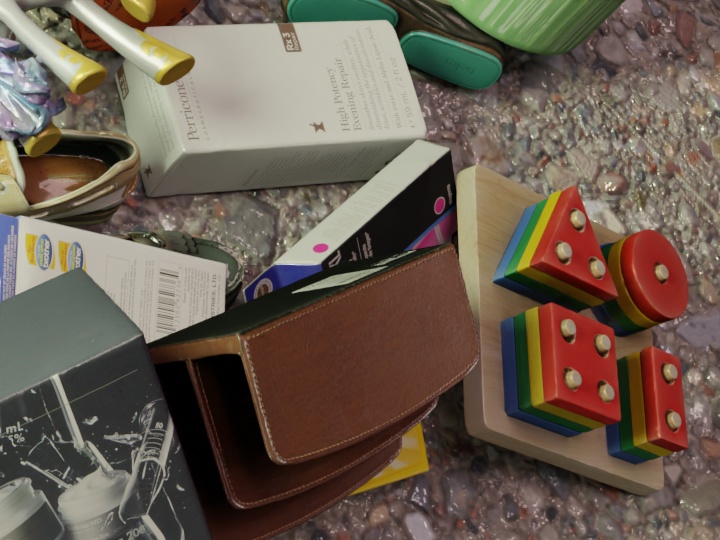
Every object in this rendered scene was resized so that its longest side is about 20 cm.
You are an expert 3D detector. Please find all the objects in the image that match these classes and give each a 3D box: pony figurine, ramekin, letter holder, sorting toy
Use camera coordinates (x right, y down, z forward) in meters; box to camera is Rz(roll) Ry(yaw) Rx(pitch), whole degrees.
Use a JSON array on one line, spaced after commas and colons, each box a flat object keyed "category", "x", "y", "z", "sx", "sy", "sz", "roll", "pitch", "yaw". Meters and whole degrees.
[{"category": "pony figurine", "x": -0.228, "y": -0.174, "z": 1.152, "sx": 0.193, "sy": 0.167, "sz": 0.200, "roll": -32, "pitch": 72, "yaw": -20}, {"category": "ramekin", "x": 0.128, "y": -0.263, "z": 1.433, "sx": 0.199, "sy": 0.098, "sz": 0.201, "roll": 26, "pitch": 38, "yaw": -22}, {"category": "letter holder", "x": -0.020, "y": 0.082, "z": 1.121, "sx": 0.200, "sy": 0.100, "sz": 0.143, "roll": -23, "pitch": 99, "yaw": -46}, {"category": "sorting toy", "x": 0.162, "y": 0.037, "z": 1.309, "sx": 0.199, "sy": 0.069, "sz": 0.200, "roll": 22, "pitch": 57, "yaw": -40}]

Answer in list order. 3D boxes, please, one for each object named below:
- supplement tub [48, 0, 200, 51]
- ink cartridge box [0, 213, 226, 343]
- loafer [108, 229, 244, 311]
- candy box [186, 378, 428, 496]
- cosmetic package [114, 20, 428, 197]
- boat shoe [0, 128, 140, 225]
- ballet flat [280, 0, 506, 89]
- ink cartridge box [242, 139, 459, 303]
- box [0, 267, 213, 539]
[{"category": "supplement tub", "x": -0.191, "y": -0.262, "z": 1.272, "sx": 0.122, "sy": 0.123, "sz": 0.201, "roll": -19, "pitch": 75, "yaw": -34}, {"category": "ink cartridge box", "x": -0.165, "y": 0.039, "z": 1.113, "sx": 0.199, "sy": 0.042, "sz": 0.120, "roll": 15, "pitch": 71, "yaw": -47}, {"category": "loafer", "x": -0.158, "y": 0.009, "z": 1.191, "sx": 0.199, "sy": 0.063, "sz": 0.072, "roll": -7, "pitch": 70, "yaw": -31}, {"category": "candy box", "x": -0.036, "y": 0.102, "z": 1.192, "sx": 0.199, "sy": 0.026, "sz": 0.103, "roll": -12, "pitch": 94, "yaw": -46}, {"category": "cosmetic package", "x": -0.062, "y": -0.117, "z": 1.302, "sx": 0.199, "sy": 0.074, "sz": 0.102, "roll": -7, "pitch": 69, "yaw": -32}, {"category": "boat shoe", "x": -0.237, "y": -0.061, "z": 1.180, "sx": 0.199, "sy": 0.068, "sz": 0.075, "roll": -12, "pitch": 73, "yaw": -32}, {"category": "ballet flat", "x": 0.022, "y": -0.193, "z": 1.396, "sx": 0.199, "sy": 0.068, "sz": 0.069, "roll": 18, "pitch": 48, "yaw": -32}, {"category": "ink cartridge box", "x": 0.000, "y": 0.000, "z": 1.268, "sx": 0.037, "sy": 0.095, "sz": 0.200, "roll": 20, "pitch": 45, "yaw": 36}, {"category": "box", "x": -0.197, "y": 0.130, "z": 0.994, "sx": 0.199, "sy": 0.104, "sz": 0.183, "roll": -26, "pitch": 120, "yaw": -18}]
